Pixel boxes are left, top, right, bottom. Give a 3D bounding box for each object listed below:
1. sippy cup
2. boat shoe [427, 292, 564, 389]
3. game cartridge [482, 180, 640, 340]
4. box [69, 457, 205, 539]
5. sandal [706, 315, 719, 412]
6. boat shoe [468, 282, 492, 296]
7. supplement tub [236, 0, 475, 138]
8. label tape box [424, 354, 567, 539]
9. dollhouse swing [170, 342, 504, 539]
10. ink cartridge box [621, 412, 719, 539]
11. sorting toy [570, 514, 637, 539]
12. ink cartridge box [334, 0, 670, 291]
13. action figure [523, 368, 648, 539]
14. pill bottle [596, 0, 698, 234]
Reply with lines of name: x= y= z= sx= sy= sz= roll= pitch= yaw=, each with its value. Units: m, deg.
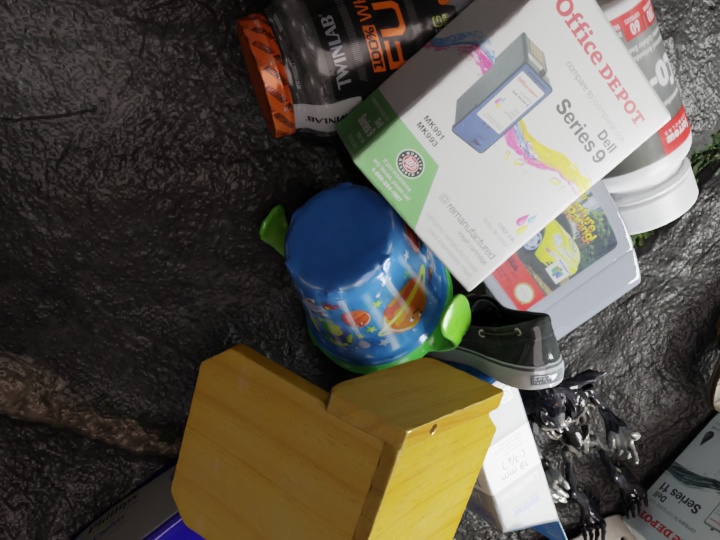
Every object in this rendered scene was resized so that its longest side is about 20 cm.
sippy cup: x=0.000 y=0.000 z=0.746 sx=0.175 sy=0.142 sz=0.131 roll=-9 pitch=152 yaw=14
boat shoe: x=0.105 y=0.049 z=0.784 sx=0.068 sy=0.199 sz=0.058 roll=-14 pitch=105 yaw=-25
game cartridge: x=0.156 y=-0.034 z=0.784 sx=0.133 sy=0.041 sz=0.200 roll=-38 pitch=115 yaw=7
box: x=-0.139 y=0.287 z=0.839 sx=0.183 sy=0.105 sz=0.201 roll=-36 pitch=111 yaw=-3
sandal: x=0.404 y=0.051 z=0.944 sx=0.081 sy=0.054 sz=0.203 roll=16 pitch=87 yaw=-24
boat shoe: x=0.141 y=-0.037 z=0.841 sx=0.070 sy=0.070 sz=0.204 roll=-7 pitch=113 yaw=-14
supplement tub: x=0.008 y=-0.185 z=0.731 sx=0.197 sy=0.123 sz=0.124 roll=-21 pitch=110 yaw=-8
label tape box: x=0.105 y=0.174 z=0.844 sx=0.063 sy=0.144 sz=0.203 roll=-29 pitch=111 yaw=-21
dollhouse swing: x=-0.023 y=0.154 z=0.738 sx=0.180 sy=0.175 sz=0.203 roll=-11 pitch=125 yaw=-48
ink cartridge box: x=0.391 y=0.241 z=0.932 sx=0.200 sy=0.146 sz=0.083 roll=-46 pitch=112 yaw=-5
sorting toy: x=0.249 y=0.367 z=0.982 sx=0.179 sy=0.106 sz=0.202 roll=-39 pitch=113 yaw=-21
ink cartridge box: x=0.103 y=-0.110 z=0.672 sx=0.199 sy=0.088 sz=0.145 roll=-41 pitch=115 yaw=7
action figure: x=0.222 y=0.179 z=0.905 sx=0.118 sy=0.102 sz=0.201 roll=-30 pitch=113 yaw=8
pill bottle: x=0.226 y=-0.142 z=0.804 sx=0.113 sy=0.114 sz=0.202 roll=-29 pitch=111 yaw=-5
